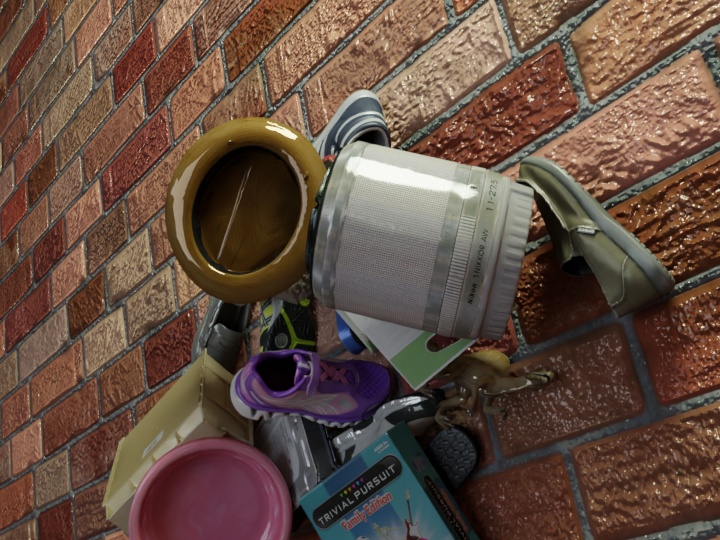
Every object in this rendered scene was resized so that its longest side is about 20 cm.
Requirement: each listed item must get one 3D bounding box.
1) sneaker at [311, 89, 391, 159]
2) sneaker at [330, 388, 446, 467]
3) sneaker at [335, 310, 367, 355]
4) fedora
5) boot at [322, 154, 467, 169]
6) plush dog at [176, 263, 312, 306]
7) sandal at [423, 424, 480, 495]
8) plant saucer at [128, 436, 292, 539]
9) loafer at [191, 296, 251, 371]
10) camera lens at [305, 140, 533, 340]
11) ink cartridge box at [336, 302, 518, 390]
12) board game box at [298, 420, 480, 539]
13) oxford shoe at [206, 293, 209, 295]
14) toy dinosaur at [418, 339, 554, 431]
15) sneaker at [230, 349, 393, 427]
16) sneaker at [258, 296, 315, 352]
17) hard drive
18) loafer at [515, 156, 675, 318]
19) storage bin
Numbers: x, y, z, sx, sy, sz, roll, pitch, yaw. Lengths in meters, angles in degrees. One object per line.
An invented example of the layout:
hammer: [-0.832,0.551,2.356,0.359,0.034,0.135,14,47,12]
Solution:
sneaker: [-0.030,-0.126,1.026,0.202,0.069,0.109,-55,30,22]
sneaker: [0.040,0.199,0.922,0.200,0.072,0.082,-45,57,44]
sneaker: [0.000,0.000,1.001,0.077,0.070,0.204,-27,64,27]
fedora: [-0.120,-0.065,0.896,0.195,0.082,0.207,0,89,5]
boot: [0.026,-0.100,0.912,0.196,0.073,0.146,-26,57,5]
plush dog: [-0.132,-0.064,1.014,0.197,0.159,0.175,-6,57,49]
sandal: [0.067,0.255,0.898,0.075,0.045,0.201,44,106,17]
plant saucer: [-0.183,0.301,0.980,0.051,0.195,0.206,-155,77,-75]
loafer: [-0.207,0.091,1.204,0.069,0.069,0.205,17,96,55]
camera lens: [0.054,-0.028,0.767,0.195,0.160,0.164,13,94,6]
ink cartridge box: [0.061,0.035,0.879,0.144,0.048,0.200,-37,50,-9]
board game box: [0.042,0.291,0.855,0.151,0.047,0.202,-41,76,27]
oxford shoe: [-0.150,-0.043,1.153,0.074,0.070,0.204,22,83,34]
toy dinosaur: [0.108,0.112,0.845,0.197,0.101,0.059,19,138,40]
sneaker: [-0.053,0.130,0.938,0.089,0.194,0.082,108,160,-54]
sneaker: [-0.107,0.069,1.107,0.076,0.074,0.206,-11,67,57]
hard drive: [-0.090,0.242,1.033,0.201,0.037,0.142,-56,46,48]
loafer: [0.206,-0.034,0.760,0.070,0.075,0.201,-46,51,12]
storage bin: [-0.246,0.241,1.098,0.200,0.094,0.199,-46,19,7]
